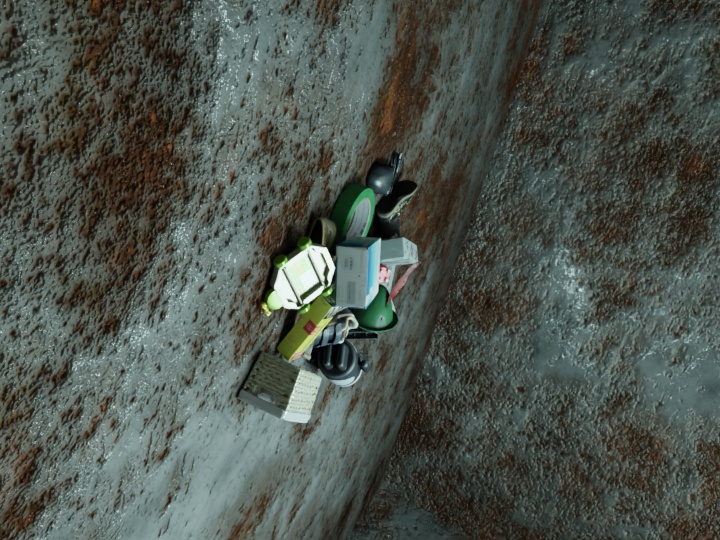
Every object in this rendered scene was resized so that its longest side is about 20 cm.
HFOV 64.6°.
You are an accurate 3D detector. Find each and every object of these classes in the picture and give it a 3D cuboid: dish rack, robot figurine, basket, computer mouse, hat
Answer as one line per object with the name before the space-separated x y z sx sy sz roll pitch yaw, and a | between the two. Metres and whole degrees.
dish rack | -0.028 0.252 1.831 0.055 0.148 0.204 -101 -165 -50
robot figurine | -0.060 0.277 1.701 0.125 0.150 0.201 -44 158 -9
basket | -0.191 0.290 1.409 0.200 0.132 0.126 56 55 -69
computer mouse | 0.077 -0.272 1.670 0.199 0.052 0.142 -28 138 -64
hat | 0.058 0.058 1.708 0.200 0.162 0.180 -41 148 -59

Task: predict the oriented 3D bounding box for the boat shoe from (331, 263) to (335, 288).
boat shoe | -0.098 0.016 1.488 0.199 0.070 0.079 -23 102 -59

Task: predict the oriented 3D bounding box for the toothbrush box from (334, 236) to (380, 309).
toothbrush box | -0.004 -0.001 1.429 0.200 0.083 0.151 -42 135 -75

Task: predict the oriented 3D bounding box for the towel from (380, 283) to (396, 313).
towel | 0.061 0.074 1.884 0.146 0.023 0.205 -15 84 -69

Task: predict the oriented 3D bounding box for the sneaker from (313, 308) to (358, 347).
sneaker | -0.085 0.168 1.603 0.198 0.079 0.080 -32 151 -39

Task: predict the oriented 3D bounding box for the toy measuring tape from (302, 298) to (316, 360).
toy measuring tape | -0.110 0.135 1.524 0.074 0.071 0.205 80 22 -59

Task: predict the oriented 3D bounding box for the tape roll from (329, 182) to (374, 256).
tape roll | -0.025 -0.131 1.540 0.202 0.047 0.203 -55 158 -35

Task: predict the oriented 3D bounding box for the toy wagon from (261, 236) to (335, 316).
toy wagon | -0.148 0.024 1.296 0.198 0.039 0.158 -37 130 -17

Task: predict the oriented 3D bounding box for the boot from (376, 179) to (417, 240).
boot | 0.114 -0.187 1.844 0.201 0.072 0.153 -50 154 -37

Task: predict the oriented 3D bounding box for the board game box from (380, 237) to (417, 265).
board game box | 0.092 -0.053 1.808 0.199 0.143 0.066 16 68 -72

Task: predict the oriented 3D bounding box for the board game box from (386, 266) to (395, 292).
board game box | 0.083 0.048 2.086 0.126 0.034 0.204 -47 152 -51

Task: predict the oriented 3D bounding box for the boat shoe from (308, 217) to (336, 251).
boat shoe | -0.117 -0.028 1.368 0.064 0.070 0.206 10 95 -63

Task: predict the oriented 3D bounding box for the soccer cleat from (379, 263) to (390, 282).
soccer cleat | 0.000 0.000 1.677 0.195 0.076 0.069 5 104 -35

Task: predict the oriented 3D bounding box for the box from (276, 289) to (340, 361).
box | -0.125 0.138 1.444 0.201 0.050 0.075 -49 166 14
